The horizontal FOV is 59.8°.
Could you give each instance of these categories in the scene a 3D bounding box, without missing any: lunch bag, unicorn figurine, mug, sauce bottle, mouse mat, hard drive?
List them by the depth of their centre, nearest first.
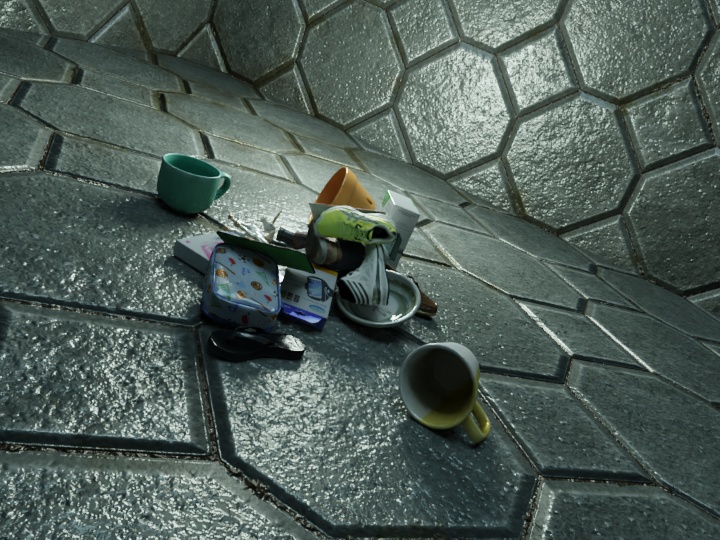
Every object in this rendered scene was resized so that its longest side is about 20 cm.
[{"bbox_3d":[0.164,0.222,1.191,0.146,0.192,0.153,-6,1,21],"label":"mug"},{"bbox_3d":[-0.229,0.036,1.238,0.157,0.076,0.202,19,32,-22],"label":"lunch bag"},{"bbox_3d":[-0.194,-0.036,1.313,0.195,0.008,0.161,13,-13,6],"label":"mouse mat"},{"bbox_3d":[-0.249,-0.084,1.461,0.135,0.074,0.202,25,30,-30],"label":"unicorn figurine"},{"bbox_3d":[-0.072,-0.020,1.541,0.195,0.043,0.135,-12,34,-21],"label":"hard drive"},{"bbox_3d":[-0.432,-0.213,1.618,0.181,0.117,0.153,17,20,-16],"label":"mug"},{"bbox_3d":[-0.125,-0.062,1.640,0.196,0.067,0.066,21,20,-4],"label":"sauce bottle"}]

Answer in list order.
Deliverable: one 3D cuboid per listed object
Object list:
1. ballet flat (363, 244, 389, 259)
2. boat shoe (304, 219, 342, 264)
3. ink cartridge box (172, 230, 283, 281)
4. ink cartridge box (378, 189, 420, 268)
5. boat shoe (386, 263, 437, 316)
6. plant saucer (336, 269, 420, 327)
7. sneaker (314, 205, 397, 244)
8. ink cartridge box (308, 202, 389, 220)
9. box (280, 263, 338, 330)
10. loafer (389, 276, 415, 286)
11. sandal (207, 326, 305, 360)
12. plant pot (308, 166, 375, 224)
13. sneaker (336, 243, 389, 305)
[{"bbox_3d":[0.005,-0.039,1.654,0.070,0.074,0.199,12,-9,-24],"label":"ballet flat"},{"bbox_3d":[-0.088,-0.063,1.508,0.070,0.077,0.201,11,24,-19],"label":"boat shoe"},{"bbox_3d":[-0.285,-0.024,1.414,0.197,0.044,0.195,28,21,18],"label":"ink cartridge box"},{"bbox_3d":[0.081,-0.103,1.761,0.082,0.204,0.147,19,20,-14],"label":"ink cartridge box"},{"bbox_3d":[0.116,0.048,1.613,0.198,0.069,0.072,32,22,23],"label":"boat shoe"},{"bbox_3d":[0.041,0.075,1.443,0.194,0.051,0.202,1,38,-1],"label":"plant saucer"},{"bbox_3d":[-0.007,-0.101,1.435,0.194,0.077,0.077,0,21,-13],"label":"sneaker"},{"bbox_3d":[-0.025,-0.134,1.575,0.194,0.045,0.174,7,-23,7],"label":"ink cartridge box"},{"bbox_3d":[-0.120,0.053,1.362,0.116,0.042,0.202,20,34,-6],"label":"box"},{"bbox_3d":[0.044,0.040,1.565,0.197,0.073,0.072,16,16,38],"label":"loafer"},{"bbox_3d":[-0.188,0.125,1.144,0.197,0.044,0.076,5,26,-39],"label":"sandal"},{"bbox_3d":[-0.047,-0.185,1.872,0.139,0.201,0.201,33,16,-20],"label":"plant pot"},{"bbox_3d":[0.000,0.000,1.434,0.112,0.077,0.203,-1,39,-6],"label":"sneaker"}]
